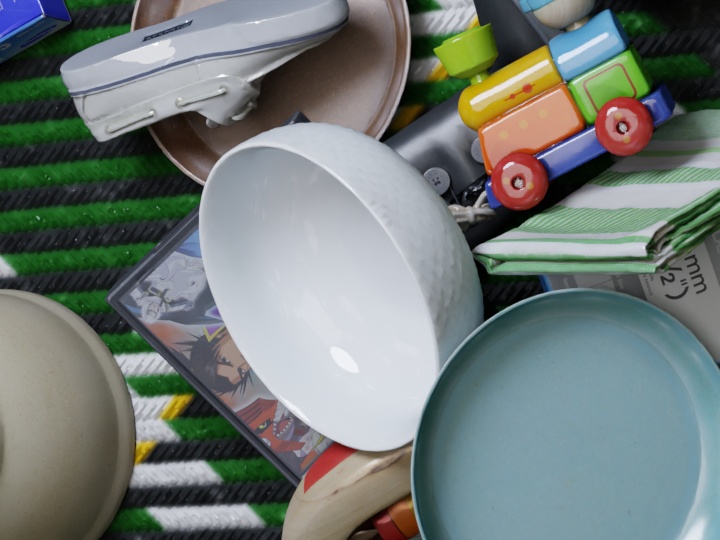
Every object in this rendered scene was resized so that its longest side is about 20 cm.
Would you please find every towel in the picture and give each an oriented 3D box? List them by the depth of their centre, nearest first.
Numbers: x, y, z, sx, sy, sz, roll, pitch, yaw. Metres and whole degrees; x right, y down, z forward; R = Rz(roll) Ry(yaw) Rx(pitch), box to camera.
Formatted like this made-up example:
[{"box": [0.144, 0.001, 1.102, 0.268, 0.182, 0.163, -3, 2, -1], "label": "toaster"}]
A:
[{"box": [0.175, -0.050, 1.466, 0.152, 0.200, 0.024, -2, 116, 50], "label": "towel"}]

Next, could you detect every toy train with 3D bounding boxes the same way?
[{"box": [0.077, -0.093, 1.516, 0.199, 0.085, 0.116, -27, 95, 14], "label": "toy train"}]

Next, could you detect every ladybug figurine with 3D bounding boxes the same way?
[{"box": [0.037, 0.130, 1.579, 0.199, 0.136, 0.072, -29, 49, 10], "label": "ladybug figurine"}]

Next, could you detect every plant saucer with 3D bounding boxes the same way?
[{"box": [0.121, 0.109, 1.443, 0.198, 0.027, 0.202, -1, 95, -15], "label": "plant saucer"}, {"box": [-0.056, -0.145, 1.661, 0.199, 0.034, 0.202, 0, 89, 20], "label": "plant saucer"}]

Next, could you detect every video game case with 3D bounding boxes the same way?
[{"box": [-0.031, 0.029, 1.598, 0.200, 0.026, 0.181, 44, 114, -9], "label": "video game case"}]

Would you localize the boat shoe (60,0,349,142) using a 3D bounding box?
[{"box": [-0.093, -0.128, 1.630, 0.198, 0.071, 0.070, -16, 111, 16], "label": "boat shoe"}]

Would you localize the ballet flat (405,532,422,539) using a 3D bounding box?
[{"box": [0.047, 0.189, 1.541, 0.199, 0.068, 0.068, -33, 78, 12], "label": "ballet flat"}]

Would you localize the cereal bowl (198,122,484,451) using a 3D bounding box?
[{"box": [0.000, 0.000, 1.498, 0.199, 0.083, 0.201, 30, 137, 33], "label": "cereal bowl"}]

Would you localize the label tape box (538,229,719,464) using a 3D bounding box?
[{"box": [0.216, 0.021, 1.494, 0.199, 0.066, 0.144, -20, 102, 3], "label": "label tape box"}]

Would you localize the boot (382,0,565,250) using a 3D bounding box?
[{"box": [0.050, -0.098, 1.590, 0.199, 0.066, 0.165, -36, 94, 19], "label": "boot"}]

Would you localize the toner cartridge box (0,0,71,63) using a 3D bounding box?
[{"box": [-0.281, -0.240, 1.743, 0.095, 0.043, 0.201, -26, 80, 19], "label": "toner cartridge box"}]

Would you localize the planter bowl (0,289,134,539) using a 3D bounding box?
[{"box": [-0.268, 0.112, 1.683, 0.199, 0.135, 0.202, -1, 88, 21], "label": "planter bowl"}]
